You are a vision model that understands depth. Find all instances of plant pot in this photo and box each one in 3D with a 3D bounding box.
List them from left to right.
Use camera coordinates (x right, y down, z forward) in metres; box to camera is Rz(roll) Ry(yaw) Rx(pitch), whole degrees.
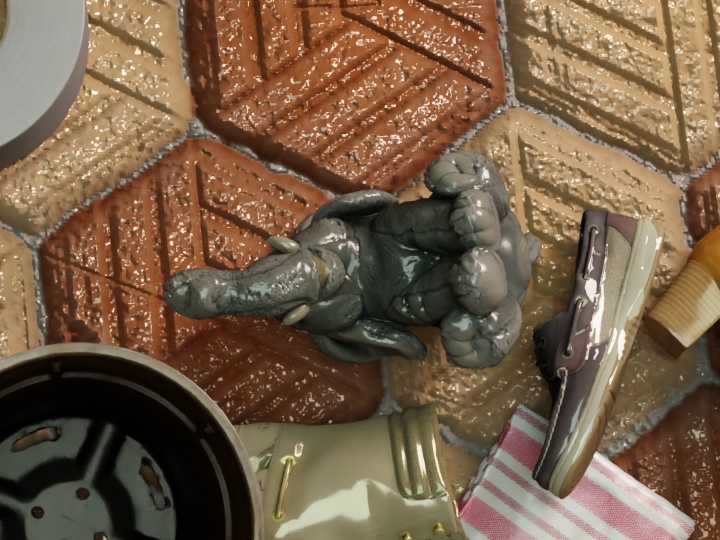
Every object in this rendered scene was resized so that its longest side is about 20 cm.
[{"bbox_3d":[-0.170,0.150,1.006,0.199,0.198,0.201,1,83,-12],"label":"plant pot"}]

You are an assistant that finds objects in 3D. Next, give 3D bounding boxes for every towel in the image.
[{"bbox_3d":[0.113,0.208,1.119,0.146,0.030,0.200,33,80,-1],"label":"towel"}]

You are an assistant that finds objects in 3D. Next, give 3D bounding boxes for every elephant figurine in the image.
[{"bbox_3d":[0.000,0.000,1.094,0.199,0.155,0.142,-10,45,18],"label":"elephant figurine"}]

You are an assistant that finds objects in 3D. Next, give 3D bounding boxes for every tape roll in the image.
[{"bbox_3d":[-0.277,-0.160,1.113,0.199,0.066,0.201,1,81,-6],"label":"tape roll"}]

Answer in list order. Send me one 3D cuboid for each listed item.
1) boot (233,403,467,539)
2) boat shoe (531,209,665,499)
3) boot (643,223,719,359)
[{"bbox_3d":[-0.008,0.188,1.079,0.155,0.073,0.201,-7,76,3],"label":"boot"},{"bbox_3d":[0.144,0.051,1.125,0.065,0.072,0.201,18,73,12],"label":"boat shoe"},{"bbox_3d":[0.300,0.049,1.141,0.144,0.071,0.201,-42,87,-12],"label":"boot"}]
